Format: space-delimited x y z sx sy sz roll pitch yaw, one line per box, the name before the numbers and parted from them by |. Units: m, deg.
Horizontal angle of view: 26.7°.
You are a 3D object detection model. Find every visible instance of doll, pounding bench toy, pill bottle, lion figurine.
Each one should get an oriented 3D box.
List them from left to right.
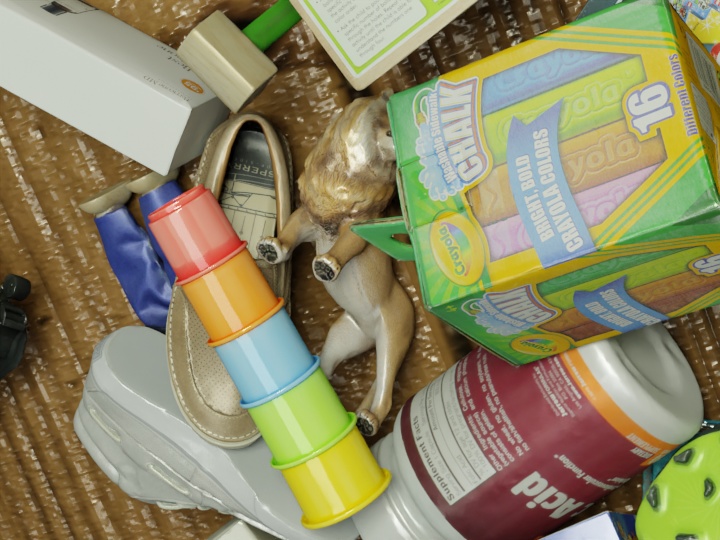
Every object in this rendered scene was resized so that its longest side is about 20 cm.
doll | -0.103 0.032 0.978 0.136 0.048 0.201 -19 101 28
lion figurine | 0.000 0.000 0.915 0.072 0.123 0.201 13 128 24
pounding bench toy | 0.003 -0.176 0.812 0.200 0.156 0.125 -36 95 25
pill bottle | 0.092 0.100 0.899 0.200 0.114 0.114 -40 92 26

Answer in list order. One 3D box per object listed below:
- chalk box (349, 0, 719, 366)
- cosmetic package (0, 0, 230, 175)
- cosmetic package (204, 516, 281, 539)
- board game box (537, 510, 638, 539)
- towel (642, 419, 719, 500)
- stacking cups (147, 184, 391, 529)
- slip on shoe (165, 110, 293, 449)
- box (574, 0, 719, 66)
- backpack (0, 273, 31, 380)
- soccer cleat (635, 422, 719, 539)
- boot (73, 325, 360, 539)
chalk box | 0.094 -0.034 0.782 0.199 0.124 0.125 -21 65 23
cosmetic package | -0.180 -0.133 0.930 0.199 0.083 0.051 29 115 7
cosmetic package | -0.051 0.265 1.007 0.105 0.071 0.201 -36 89 6
board game box | 0.072 0.201 0.890 0.199 0.134 0.045 -25 74 11
towel | 0.245 0.188 0.929 0.146 0.022 0.202 3 109 18
stacking cups | -0.052 0.045 0.861 0.060 0.061 0.201 -23 98 24
slip on shoe | -0.072 0.004 0.905 0.075 0.061 0.202 9 80 -8
box | 0.175 -0.100 0.845 0.136 0.038 0.201 35 115 5
backpack | -0.347 0.055 0.999 0.154 0.199 0.191 49 128 32
soccer cleat | 0.243 0.099 0.852 0.200 0.081 0.068 -43 52 13
boot | -0.092 0.123 0.960 0.200 0.074 0.096 38 136 7
